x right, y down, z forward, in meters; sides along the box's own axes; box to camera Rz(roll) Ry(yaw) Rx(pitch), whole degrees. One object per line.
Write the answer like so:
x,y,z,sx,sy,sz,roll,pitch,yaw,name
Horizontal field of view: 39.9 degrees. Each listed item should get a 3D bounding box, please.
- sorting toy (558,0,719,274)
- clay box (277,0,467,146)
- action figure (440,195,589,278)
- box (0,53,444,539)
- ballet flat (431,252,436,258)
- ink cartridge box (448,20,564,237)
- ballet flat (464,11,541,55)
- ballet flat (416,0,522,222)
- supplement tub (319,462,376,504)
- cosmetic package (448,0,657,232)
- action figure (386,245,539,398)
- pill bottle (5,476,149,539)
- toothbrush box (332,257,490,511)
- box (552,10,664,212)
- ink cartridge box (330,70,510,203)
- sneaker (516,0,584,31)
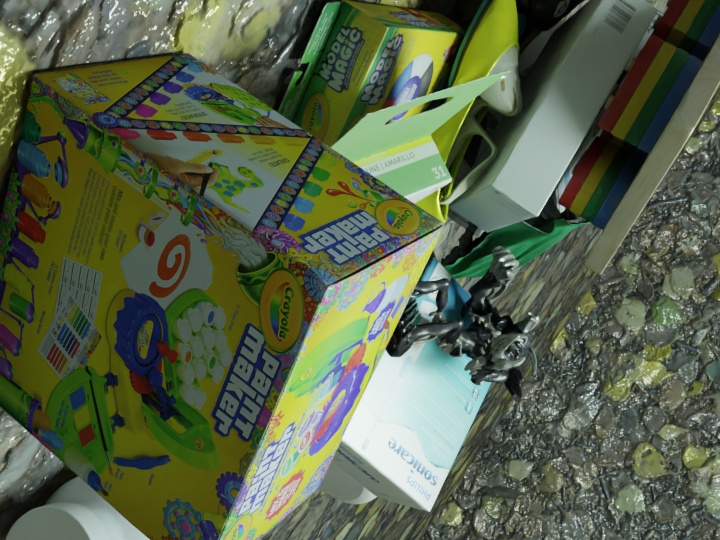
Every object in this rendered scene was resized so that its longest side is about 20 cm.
0.247,-0.132,0.851,0.199,0.069,0.201,-53,168,-31,sorting toy
0.012,-0.143,0.766,0.200,0.047,0.116,-23,143,-61,clay box
0.140,-0.029,0.997,0.117,0.055,0.200,-1,162,-33,action figure
-0.093,0.020,0.548,0.122,0.192,0.201,-27,147,-55,box
0.019,0.036,1.058,0.200,0.070,0.071,-41,157,-35,ballet flat
0.162,-0.157,1.064,0.144,0.083,0.201,-38,155,-41,ink cartridge box
0.142,-0.236,0.927,0.200,0.070,0.071,-49,161,-22,ballet flat
0.093,-0.128,0.816,0.201,0.067,0.067,-61,161,12,ballet flat
0.019,0.158,1.153,0.200,0.140,0.141,-40,157,-38,supplement tub
0.161,-0.135,0.861,0.201,0.051,0.151,-59,-173,-6,cosmetic package
0.109,0.047,0.903,0.199,0.120,0.102,15,139,-36,action figure
-0.183,0.210,0.776,0.113,0.112,0.200,-57,162,7,pill bottle
0.043,0.109,0.974,0.146,0.085,0.201,43,64,-33,toothbrush box
0.228,-0.163,0.995,0.201,0.060,0.117,-54,160,-7,box
0.010,-0.067,0.719,0.145,0.048,0.199,-24,178,-38,ink cartridge box
0.157,-0.277,0.821,0.116,0.075,0.200,-47,144,-13,sneaker
